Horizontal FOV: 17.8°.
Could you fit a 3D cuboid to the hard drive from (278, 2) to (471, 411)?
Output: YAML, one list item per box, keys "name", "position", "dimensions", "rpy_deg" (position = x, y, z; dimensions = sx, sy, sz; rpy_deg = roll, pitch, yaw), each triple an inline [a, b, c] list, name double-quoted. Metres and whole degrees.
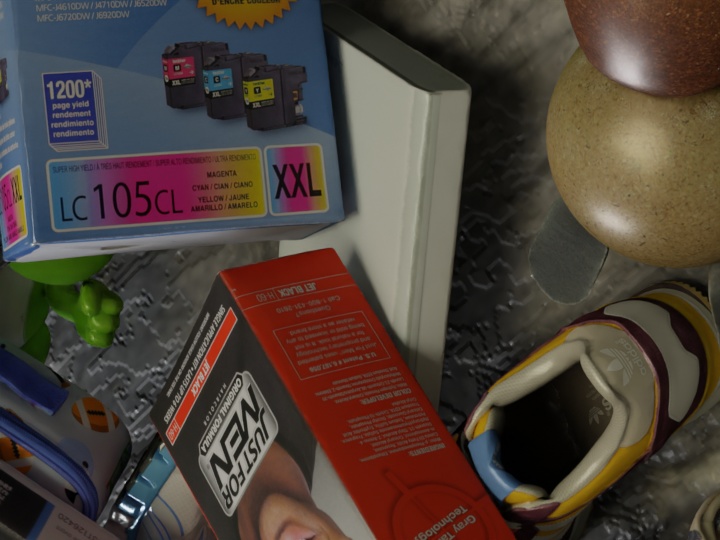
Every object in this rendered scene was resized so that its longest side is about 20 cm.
- name: "hard drive"
  position: [0.000, 0.000, 0.983]
  dimensions: [0.132, 0.026, 0.200]
  rpy_deg: [-139, 49, -57]

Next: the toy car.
- name: "toy car"
  position: [0.121, -0.062, 0.811]
  dimensions: [0.164, 0.158, 0.200]
  rpy_deg: [20, 125, 25]

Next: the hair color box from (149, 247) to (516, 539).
- name: "hair color box"
  position: [-0.004, 0.100, 0.919]
  dimensions: [0.200, 0.061, 0.102]
  rpy_deg: [57, 140, 27]

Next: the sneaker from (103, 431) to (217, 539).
- name: "sneaker"
  position: [-0.082, 0.131, 1.112]
  dimensions: [0.087, 0.075, 0.200]
  rpy_deg: [32, 123, 1]

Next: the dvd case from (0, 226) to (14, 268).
- name: "dvd case"
  position: [-0.219, -0.018, 1.033]
  dimensions: [0.200, 0.149, 0.016]
  rpy_deg: [11, 133, 49]

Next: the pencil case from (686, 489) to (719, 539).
- name: "pencil case"
  position: [0.141, 0.176, 0.906]
  dimensions: [0.078, 0.089, 0.200]
  rpy_deg: [-118, 40, -50]

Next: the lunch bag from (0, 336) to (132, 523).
- name: "lunch bag"
  position: [-0.217, 0.080, 1.094]
  dimensions: [0.200, 0.076, 0.160]
  rpy_deg: [32, 128, -5]

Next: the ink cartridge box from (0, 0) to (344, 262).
- name: "ink cartridge box"
  position: [-0.089, -0.109, 0.956]
  dimensions: [0.076, 0.136, 0.200]
  rpy_deg: [160, 104, -68]

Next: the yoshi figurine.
- name: "yoshi figurine"
  position: [-0.171, 0.006, 1.108]
  dimensions: [0.112, 0.112, 0.200]
  rpy_deg: [51, 122, 31]

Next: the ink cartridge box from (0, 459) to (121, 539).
- name: "ink cartridge box"
  position: [-0.173, 0.186, 1.080]
  dimensions: [0.198, 0.047, 0.200]
  rpy_deg: [34, 123, -9]

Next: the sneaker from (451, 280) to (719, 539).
- name: "sneaker"
  position: [0.063, 0.079, 0.936]
  dimensions: [0.075, 0.090, 0.200]
  rpy_deg: [52, 130, 18]
